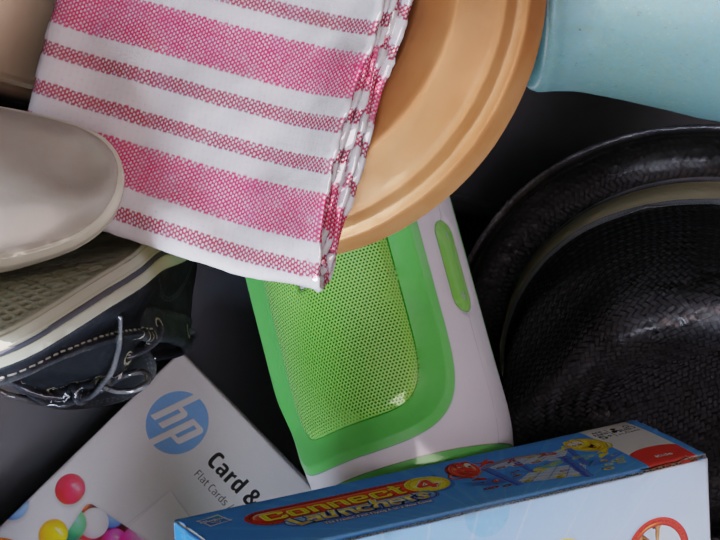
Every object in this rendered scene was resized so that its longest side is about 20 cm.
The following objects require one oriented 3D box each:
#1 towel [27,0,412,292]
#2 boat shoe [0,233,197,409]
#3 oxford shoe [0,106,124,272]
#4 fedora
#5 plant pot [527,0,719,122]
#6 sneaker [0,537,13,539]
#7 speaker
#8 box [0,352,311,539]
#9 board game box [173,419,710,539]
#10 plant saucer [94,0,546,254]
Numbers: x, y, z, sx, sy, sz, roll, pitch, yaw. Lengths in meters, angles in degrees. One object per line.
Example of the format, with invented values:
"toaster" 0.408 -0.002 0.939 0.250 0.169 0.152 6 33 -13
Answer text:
"towel" -0.053 -0.104 1.035 0.030 0.146 0.201 17 88 -64
"boat shoe" -0.108 0.024 1.057 0.074 0.200 0.062 -6 96 15
"oxford shoe" -0.180 -0.044 0.989 0.199 0.075 0.058 8 142 -16
"fedora" 0.126 0.039 1.112 0.200 0.092 0.201 4 109 12
"plant pot" 0.151 -0.145 1.111 0.187 0.200 0.201 -7 105 -6
"sneaker" -0.123 0.192 1.038 0.092 0.076 0.200 -21 110 23
"speaker" 0.000 0.000 1.101 0.088 0.088 0.201 -11 76 -17
"box" -0.090 0.158 1.123 0.200 0.041 0.156 -43 69 -6
"board game box" 0.037 0.173 1.035 0.195 0.056 0.201 -10 106 -24
"plant saucer" -0.027 -0.106 1.060 0.201 0.200 0.037 -65 155 4
